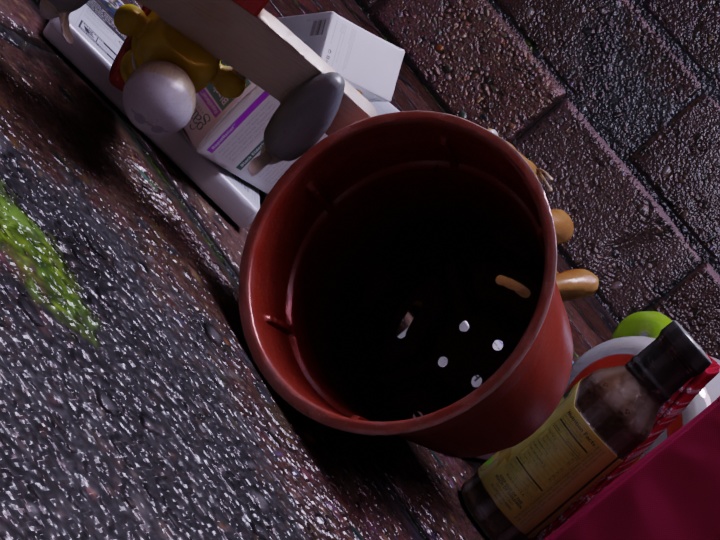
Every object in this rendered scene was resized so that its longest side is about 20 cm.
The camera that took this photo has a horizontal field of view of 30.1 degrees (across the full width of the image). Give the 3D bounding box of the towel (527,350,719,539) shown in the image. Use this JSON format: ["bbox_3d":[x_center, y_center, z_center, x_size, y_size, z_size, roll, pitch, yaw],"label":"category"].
[{"bbox_3d":[0.205,0.140,1.042,0.022,0.200,0.144,44,10,17],"label":"towel"}]

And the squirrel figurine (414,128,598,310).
[{"bbox_3d":[0.115,-0.044,1.330,0.142,0.198,0.189,130,-43,-64],"label":"squirrel figurine"}]

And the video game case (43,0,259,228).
[{"bbox_3d":[-0.152,-0.135,1.023,0.200,0.023,0.182,45,13,-19],"label":"video game case"}]

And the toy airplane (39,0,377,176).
[{"bbox_3d":[-0.095,-0.145,0.814,0.198,0.142,0.200,15,-25,18],"label":"toy airplane"}]

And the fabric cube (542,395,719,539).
[{"bbox_3d":[0.249,0.225,0.938,0.201,0.199,0.196,53,13,18],"label":"fabric cube"}]

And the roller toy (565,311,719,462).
[{"bbox_3d":[0.272,0.161,1.227,0.139,0.201,0.183,17,25,-42],"label":"roller toy"}]

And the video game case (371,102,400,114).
[{"bbox_3d":[0.046,-0.073,1.173,0.200,0.024,0.183,48,-13,51],"label":"video game case"}]

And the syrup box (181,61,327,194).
[{"bbox_3d":[-0.064,-0.112,1.016,0.079,0.081,0.200,53,11,28],"label":"syrup box"}]

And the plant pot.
[{"bbox_3d":[0.050,0.030,0.875,0.201,0.200,0.195,55,5,28],"label":"plant pot"}]

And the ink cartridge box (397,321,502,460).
[{"bbox_3d":[0.097,0.093,1.114,0.116,0.068,0.200,53,12,23],"label":"ink cartridge box"}]

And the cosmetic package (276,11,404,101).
[{"bbox_3d":[-0.059,-0.177,1.148,0.082,0.051,0.199,18,-7,-37],"label":"cosmetic package"}]

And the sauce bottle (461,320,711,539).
[{"bbox_3d":[0.163,0.116,0.957,0.065,0.200,0.065,47,9,-10],"label":"sauce bottle"}]
